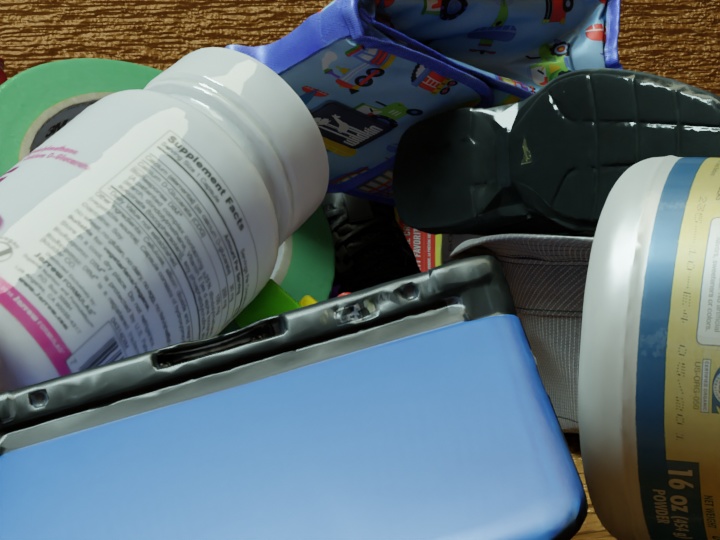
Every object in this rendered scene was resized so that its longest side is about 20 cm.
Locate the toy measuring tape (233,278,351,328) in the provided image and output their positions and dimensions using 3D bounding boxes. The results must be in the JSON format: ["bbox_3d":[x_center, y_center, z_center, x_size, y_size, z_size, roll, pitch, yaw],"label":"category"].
[{"bbox_3d":[0.007,0.062,0.775,0.073,0.074,0.200,-6,27,-30],"label":"toy measuring tape"}]

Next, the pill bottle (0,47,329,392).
[{"bbox_3d":[-0.107,-0.007,0.775,0.113,0.114,0.200,7,38,38],"label":"pill bottle"}]

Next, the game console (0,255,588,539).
[{"bbox_3d":[-0.031,0.082,0.614,0.198,0.119,0.171,-15,-22,1],"label":"game console"}]

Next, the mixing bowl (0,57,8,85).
[{"bbox_3d":[-0.251,-0.019,0.985,0.199,0.109,0.200,-35,3,2],"label":"mixing bowl"}]

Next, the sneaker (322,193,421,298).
[{"bbox_3d":[-0.001,0.000,0.992,0.069,0.100,0.200,-5,9,-14],"label":"sneaker"}]

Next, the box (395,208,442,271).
[{"bbox_3d":[-0.027,-0.015,1.188,0.199,0.076,0.050,5,12,25],"label":"box"}]

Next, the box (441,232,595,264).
[{"bbox_3d":[0.164,-0.012,0.969,0.199,0.037,0.144,16,-21,-31],"label":"box"}]

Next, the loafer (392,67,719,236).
[{"bbox_3d":[0.105,-0.051,0.824,0.072,0.073,0.199,5,-3,-41],"label":"loafer"}]

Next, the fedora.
[{"bbox_3d":[0.128,0.032,0.822,0.175,0.091,0.200,3,1,6],"label":"fedora"}]

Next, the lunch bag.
[{"bbox_3d":[0.017,-0.097,0.908,0.199,0.095,0.150,5,-18,-37],"label":"lunch bag"}]

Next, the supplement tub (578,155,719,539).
[{"bbox_3d":[0.187,0.034,0.633,0.198,0.146,0.145,3,10,21],"label":"supplement tub"}]

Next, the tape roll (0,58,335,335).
[{"bbox_3d":[-0.111,-0.021,0.910,0.199,0.048,0.201,19,43,-18],"label":"tape roll"}]
